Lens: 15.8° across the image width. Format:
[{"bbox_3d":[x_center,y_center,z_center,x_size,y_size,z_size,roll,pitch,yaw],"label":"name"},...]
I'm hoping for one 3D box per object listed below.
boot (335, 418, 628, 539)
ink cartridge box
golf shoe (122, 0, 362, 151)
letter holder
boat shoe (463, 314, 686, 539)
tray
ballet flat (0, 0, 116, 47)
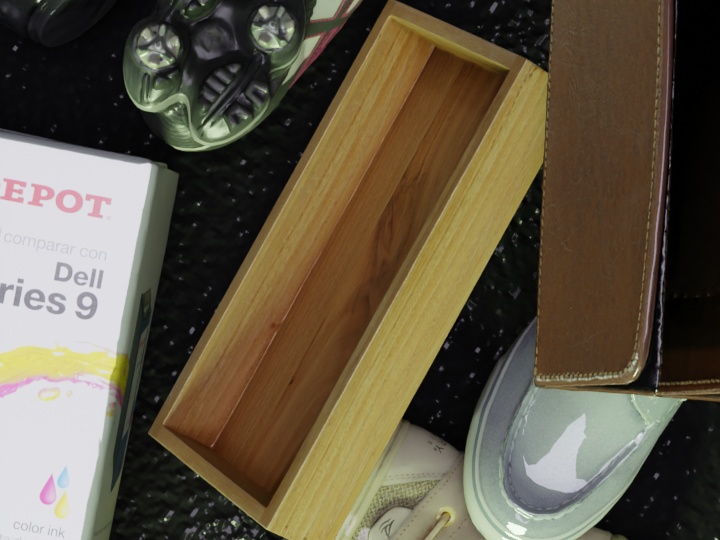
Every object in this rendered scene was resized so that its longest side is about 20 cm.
[{"bbox_3d":[0.027,0.174,1.030,0.155,0.073,0.201,25,82,0],"label":"boot"},{"bbox_3d":[-0.162,0.041,1.021,0.144,0.088,0.201,11,89,0],"label":"ink cartridge box"},{"bbox_3d":[-0.022,-0.132,1.022,0.077,0.088,0.200,39,81,4],"label":"golf shoe"},{"bbox_3d":[0.138,-0.057,0.908,0.100,0.142,0.201,5,84,-21],"label":"letter holder"},{"bbox_3d":[0.107,0.019,1.007,0.070,0.072,0.201,34,76,3],"label":"boat shoe"},{"bbox_3d":[0.000,0.000,1.014,0.037,0.099,0.201,29,91,-37],"label":"tray"},{"bbox_3d":[-0.075,-0.172,1.028,0.200,0.066,0.057,-43,74,-2],"label":"ballet flat"}]
